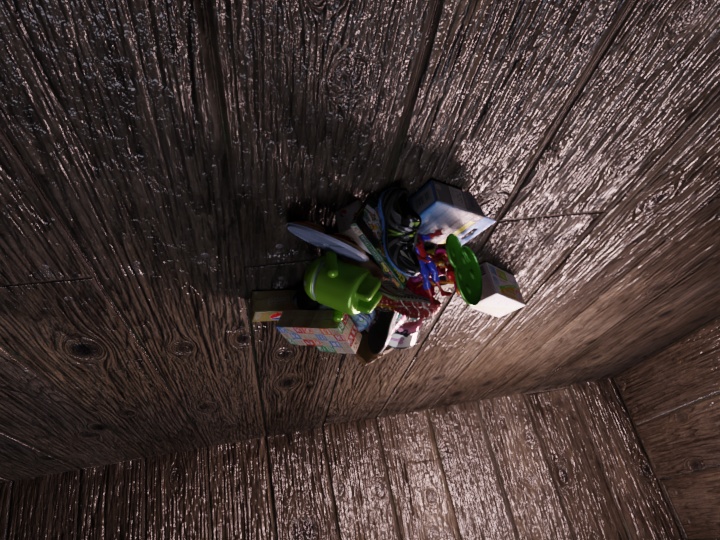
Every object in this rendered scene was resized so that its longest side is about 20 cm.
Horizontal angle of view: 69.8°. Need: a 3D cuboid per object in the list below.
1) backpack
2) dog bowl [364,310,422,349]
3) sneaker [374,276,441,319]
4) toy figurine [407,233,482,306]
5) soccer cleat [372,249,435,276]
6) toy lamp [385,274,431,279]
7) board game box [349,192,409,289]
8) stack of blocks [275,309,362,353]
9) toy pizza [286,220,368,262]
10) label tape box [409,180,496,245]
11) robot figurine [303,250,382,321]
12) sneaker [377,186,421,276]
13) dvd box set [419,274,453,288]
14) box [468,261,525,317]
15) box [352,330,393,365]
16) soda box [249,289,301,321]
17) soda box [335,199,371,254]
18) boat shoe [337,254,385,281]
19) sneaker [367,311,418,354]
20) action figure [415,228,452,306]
[{"bbox_3d":[-0.051,0.087,1.412,0.200,0.154,0.163,10,148,-36],"label":"backpack"},{"bbox_3d":[0.097,0.135,1.542,0.200,0.200,0.074,4,129,-29],"label":"dog bowl"},{"bbox_3d":[0.103,0.060,1.279,0.200,0.082,0.078,13,149,22],"label":"sneaker"},{"bbox_3d":[0.181,0.010,1.297,0.184,0.150,0.200,-12,129,34],"label":"toy figurine"},{"bbox_3d":[0.129,-0.027,1.379,0.200,0.065,0.084,-9,150,-6],"label":"soccer cleat"},{"bbox_3d":[0.112,0.008,1.449,0.200,0.058,0.058,-9,152,-1],"label":"toy lamp"},{"bbox_3d":[0.057,-0.064,1.152,0.023,0.105,0.200,-12,126,40],"label":"board game box"},{"bbox_3d":[-0.111,0.162,1.380,0.200,0.059,0.115,-2,139,30],"label":"stack of blocks"},{"bbox_3d":[-0.070,-0.071,1.158,0.200,0.032,0.200,23,174,3],"label":"toy pizza"},{"bbox_3d":[0.198,-0.126,1.222,0.200,0.063,0.144,10,147,-36],"label":"label tape box"},{"bbox_3d":[-0.050,0.035,1.241,0.200,0.116,0.176,19,140,24],"label":"robot figurine"},{"bbox_3d":[0.093,-0.084,1.112,0.071,0.200,0.083,-8,174,-45],"label":"sneaker"},{"bbox_3d":[0.198,0.041,1.480,0.146,0.029,0.200,-12,174,20],"label":"dvd box set"},{"bbox_3d":[0.415,0.064,1.616,0.101,0.113,0.200,-31,148,32],"label":"box"},{"bbox_3d":[-0.002,0.177,1.512,0.163,0.200,0.021,-22,145,-46],"label":"box"},{"bbox_3d":[-0.209,0.098,1.464,0.200,0.068,0.064,-1,151,-22],"label":"soda box"},{"bbox_3d":[0.027,-0.089,1.223,0.068,0.064,0.200,-26,150,24],"label":"soda box"},{"bbox_3d":[0.000,0.000,1.339,0.072,0.065,0.200,-51,132,-14],"label":"boat shoe"},{"bbox_3d":[0.097,0.139,1.419,0.121,0.084,0.200,-6,129,-39],"label":"sneaker"},{"bbox_3d":[0.162,-0.019,1.165,0.065,0.200,0.099,-37,-165,-28],"label":"action figure"}]
